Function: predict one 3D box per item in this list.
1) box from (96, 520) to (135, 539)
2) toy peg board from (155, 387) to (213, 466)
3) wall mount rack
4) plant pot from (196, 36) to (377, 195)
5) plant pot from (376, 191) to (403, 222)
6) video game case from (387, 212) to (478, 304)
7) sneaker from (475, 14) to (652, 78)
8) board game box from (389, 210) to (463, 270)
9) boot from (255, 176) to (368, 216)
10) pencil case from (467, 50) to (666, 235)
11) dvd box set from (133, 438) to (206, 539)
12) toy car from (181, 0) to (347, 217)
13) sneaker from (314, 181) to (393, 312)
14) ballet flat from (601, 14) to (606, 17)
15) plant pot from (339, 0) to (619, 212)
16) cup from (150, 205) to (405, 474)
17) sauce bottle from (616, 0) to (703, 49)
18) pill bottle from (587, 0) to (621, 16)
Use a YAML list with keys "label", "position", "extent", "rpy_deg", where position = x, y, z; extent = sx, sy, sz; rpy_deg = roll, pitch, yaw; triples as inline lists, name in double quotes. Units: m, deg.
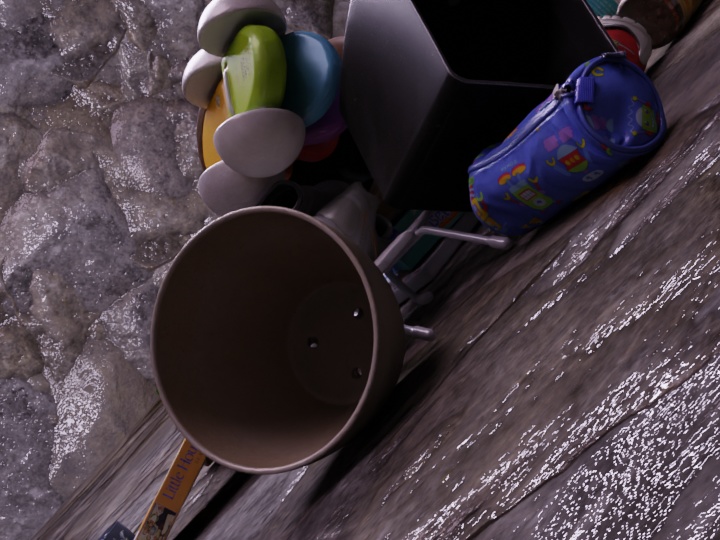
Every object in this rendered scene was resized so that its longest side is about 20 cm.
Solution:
- label: "box"
  position: [-0.320, 0.365, 1.864]
  extent: [0.200, 0.051, 0.158]
  rpy_deg: [-44, 5, 30]
- label: "toy peg board"
  position: [-0.146, 0.086, 1.991]
  extent: [0.200, 0.098, 0.199]
  rpy_deg: [-49, -15, -19]
- label: "wall mount rack"
  position: [0.037, 0.022, 1.545]
  extent: [0.200, 0.075, 0.174]
  rpy_deg: [-50, 3, -30]
- label: "plant pot"
  position: [-0.037, -0.152, 1.853]
  extent: [0.200, 0.200, 0.198]
  rpy_deg: [-43, -1, 27]
- label: "plant pot"
  position: [0.043, -0.088, 1.835]
  extent: [0.200, 0.027, 0.200]
  rpy_deg: [-46, 5, 5]
- label: "video game case"
  position: [0.054, -0.003, 1.847]
  extent: [0.143, 0.018, 0.200]
  rpy_deg: [-51, 7, -36]
- label: "sneaker"
  position: [0.171, -0.178, 1.662]
  extent: [0.199, 0.077, 0.085]
  rpy_deg: [-13, 44, 34]
- label: "board game box"
  position: [0.071, -0.067, 1.851]
  extent: [0.152, 0.045, 0.200]
  rpy_deg: [-46, 5, -5]
- label: "boot"
  position: [-0.081, -0.006, 1.687]
  extent: [0.131, 0.070, 0.201]
  rpy_deg: [-9, -50, -54]
- label: "pencil case"
  position: [0.153, -0.094, 1.389]
  extent: [0.200, 0.087, 0.078]
  rpy_deg: [-39, 31, 60]
- label: "dvd box set"
  position: [-0.165, 0.181, 1.774]
  extent: [0.201, 0.029, 0.146]
  rpy_deg: [-64, 1, -9]
- label: "toy car"
  position: [-0.078, -0.152, 1.673]
  extent: [0.149, 0.176, 0.200]
  rpy_deg: [-3, -26, -17]
- label: "sneaker"
  position: [0.000, 0.000, 1.669]
  extent: [0.092, 0.076, 0.200]
  rpy_deg: [-45, -28, -22]
- label: "ballet flat"
  position: [0.197, -0.169, 1.760]
  extent: [0.200, 0.069, 0.069]
  rpy_deg: [-50, 7, -28]
- label: "plant pot"
  position: [0.091, -0.158, 1.568]
  extent: [0.199, 0.200, 0.178]
  rpy_deg: [0, -44, -31]
- label: "cup"
  position: [-0.044, 0.055, 1.414]
  extent: [0.200, 0.201, 0.143]
  rpy_deg: [-45, -20, 18]
- label: "sauce bottle"
  position: [0.305, -0.284, 1.709]
  extent: [0.066, 0.066, 0.200]
  rpy_deg: [-40, 10, 48]
- label: "pill bottle"
  position: [0.219, -0.245, 1.848]
  extent: [0.200, 0.111, 0.111]
  rpy_deg: [-47, 5, -2]
